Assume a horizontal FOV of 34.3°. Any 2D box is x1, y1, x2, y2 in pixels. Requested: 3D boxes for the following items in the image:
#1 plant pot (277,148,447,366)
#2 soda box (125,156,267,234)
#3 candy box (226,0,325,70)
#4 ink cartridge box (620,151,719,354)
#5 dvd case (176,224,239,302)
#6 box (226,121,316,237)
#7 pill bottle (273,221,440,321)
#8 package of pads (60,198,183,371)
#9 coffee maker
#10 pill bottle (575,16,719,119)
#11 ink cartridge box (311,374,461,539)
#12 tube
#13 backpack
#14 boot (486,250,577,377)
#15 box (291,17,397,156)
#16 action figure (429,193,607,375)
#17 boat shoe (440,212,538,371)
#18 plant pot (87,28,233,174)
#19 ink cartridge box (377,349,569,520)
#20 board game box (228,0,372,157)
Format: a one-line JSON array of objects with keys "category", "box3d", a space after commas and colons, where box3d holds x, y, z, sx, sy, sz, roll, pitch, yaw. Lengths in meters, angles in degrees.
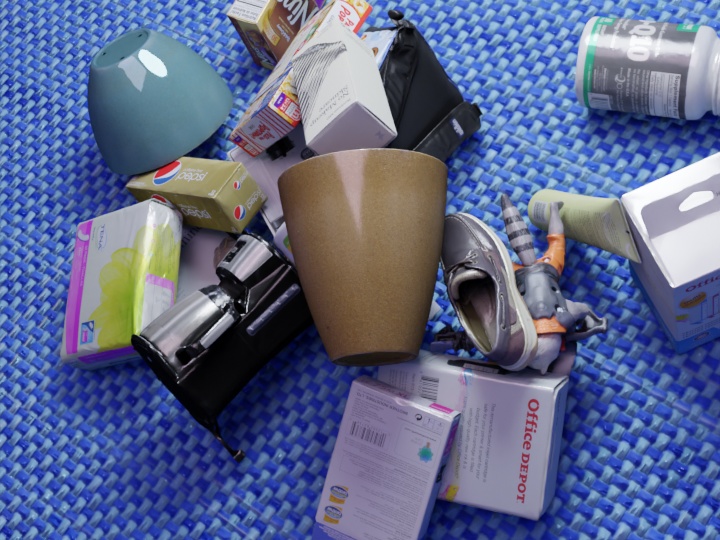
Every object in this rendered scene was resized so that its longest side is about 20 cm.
[{"category": "plant pot", "box3d": [0.009, -0.004, 1.242, 0.185, 0.186, 0.202, -7, 77, 14]}, {"category": "soda box", "box3d": [-0.216, -0.102, 1.521, 0.199, 0.068, 0.064, 9, 55, 45]}, {"category": "candy box", "box3d": [-0.101, -0.397, 1.650, 0.056, 0.117, 0.201, 22, 73, 26]}, {"category": "ink cartridge box", "box3d": [0.369, -0.022, 1.264, 0.128, 0.200, 0.126, -25, 59, 4]}, {"category": "dvd case", "box3d": [-0.202, 0.014, 1.530, 0.200, 0.018, 0.143, 37, 80, 29]}, {"category": "box", "box3d": [-0.079, -0.101, 1.525, 0.116, 0.060, 0.201, -31, 59, 0]}, {"category": "pill bottle", "box3d": [0.000, 0.000, 1.391, 0.111, 0.111, 0.200, -42, 87, -7]}, {"category": "package of pads", "box3d": [-0.304, 0.018, 1.497, 0.154, 0.068, 0.201, -14, 65, 35]}, {"category": "coffee maker", "box3d": [-0.147, 0.084, 1.410, 0.200, 0.193, 0.134, -42, 37, -17]}, {"category": "pill bottle", "box3d": [0.372, -0.246, 1.428, 0.199, 0.113, 0.114, 10, 67, 21]}, {"category": "ink cartridge box", "box3d": [0.024, 0.227, 1.257, 0.119, 0.042, 0.201, 20, 101, 19]}, {"category": "tube", "box3d": [0.258, -0.057, 1.338, 0.052, 0.058, 0.200, -67, 20, 2]}, {"category": "backpack", "box3d": [0.029, -0.191, 1.466, 0.153, 0.200, 0.191, -5, 50, 45]}, {"category": "boot", "box3d": [0.218, 0.069, 1.355, 0.096, 0.075, 0.201, 26, 74, 8]}, {"category": "box", "box3d": [-0.022, -0.197, 1.315, 0.082, 0.068, 0.201, -40, 33, 19]}, {"category": "action figure", "box3d": [0.164, 0.025, 1.283, 0.199, 0.105, 0.195, -13, 58, 2]}, {"category": "boat shoe", "box3d": [0.124, 0.014, 1.239, 0.072, 0.065, 0.201, -38, 55, 26]}, {"category": "plant pot", "box3d": [-0.291, -0.245, 1.579, 0.199, 0.135, 0.201, -20, 35, 14]}, {"category": "ink cartridge box", "box3d": [0.118, 0.175, 1.279, 0.199, 0.083, 0.147, 9, 98, 21]}, {"category": "board game box", "box3d": [-0.078, -0.252, 1.489, 0.046, 0.151, 0.201, 36, 69, -15]}]
